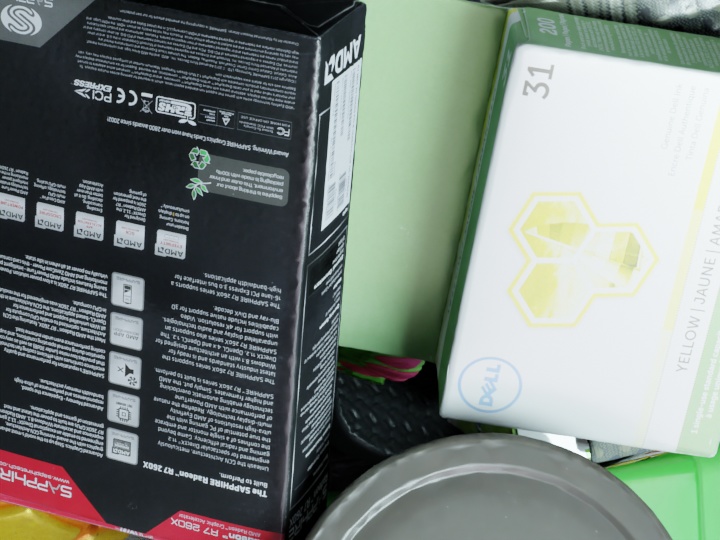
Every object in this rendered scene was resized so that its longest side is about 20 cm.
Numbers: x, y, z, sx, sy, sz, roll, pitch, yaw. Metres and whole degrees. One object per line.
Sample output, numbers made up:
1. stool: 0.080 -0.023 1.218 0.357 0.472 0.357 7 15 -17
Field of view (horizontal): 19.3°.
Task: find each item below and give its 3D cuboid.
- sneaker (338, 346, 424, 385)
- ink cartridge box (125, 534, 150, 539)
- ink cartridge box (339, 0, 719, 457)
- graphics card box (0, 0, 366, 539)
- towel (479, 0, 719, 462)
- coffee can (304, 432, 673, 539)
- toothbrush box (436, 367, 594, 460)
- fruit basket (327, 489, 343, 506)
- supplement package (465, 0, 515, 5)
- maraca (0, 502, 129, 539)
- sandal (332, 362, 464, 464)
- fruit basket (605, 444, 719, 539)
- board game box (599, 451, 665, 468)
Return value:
1. sneaker: 0.000 0.000 0.895 0.077 0.200 0.084 25 83 -15
2. ink cartridge box: -0.154 0.208 1.015 0.144 0.084 0.200 -18 147 -22
3. ink cartridge box: 0.041 -0.020 0.733 0.199 0.048 0.146 8 115 -5
4. graphics card box: -0.069 -0.004 0.733 0.125 0.051 0.200 12 116 17
5. towel: 0.154 -0.038 0.777 0.192 0.035 0.200 -15 114 0
6. coffee can: 0.039 0.149 0.805 0.146 0.147 0.200 -12 168 -5
7. toothbrush box: 0.113 0.022 0.917 0.145 0.200 0.086 -12 94 -6
8. fruit basket: 0.009 0.167 1.083 0.200 0.094 0.185 16 162 -36
9. supplement package: 0.064 -0.129 0.800 0.155 0.111 0.200 -26 138 11
10. maraca: -0.138 0.064 0.870 0.137 0.107 0.200 9 144 -20
11. sandal: 0.055 0.088 1.077 0.200 0.075 0.048 28 152 -29
12. fruit basket: 0.153 0.188 0.989 0.215 0.216 0.155 2 166 -20
13. board game box: 0.145 0.080 1.048 0.200 0.024 0.105 -9 170 -37
